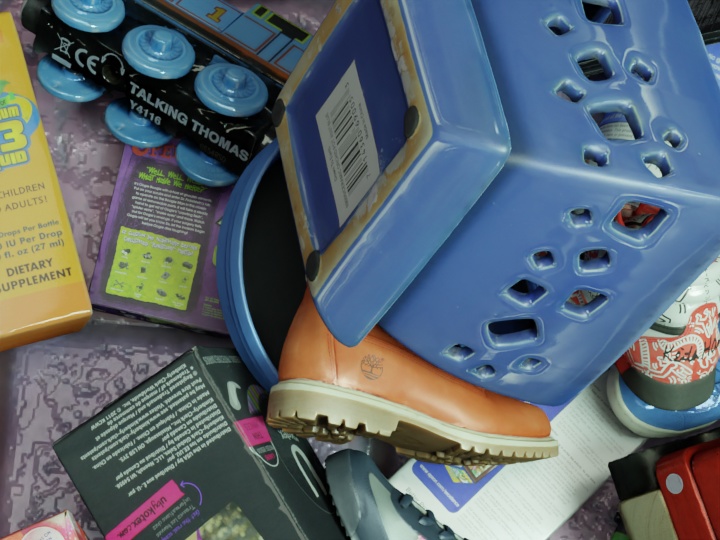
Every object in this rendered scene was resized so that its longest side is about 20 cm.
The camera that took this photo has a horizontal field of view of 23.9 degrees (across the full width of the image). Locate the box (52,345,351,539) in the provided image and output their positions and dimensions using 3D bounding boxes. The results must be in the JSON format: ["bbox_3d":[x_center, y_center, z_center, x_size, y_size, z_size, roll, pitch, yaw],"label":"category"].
[{"bbox_3d":[-0.070,0.155,0.988,0.106,0.122,0.201,-33,81,9],"label":"box"}]

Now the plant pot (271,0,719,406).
[{"bbox_3d":[0.067,-0.065,0.918,0.179,0.200,0.201,9,51,-29],"label":"plant pot"}]

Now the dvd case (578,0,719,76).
[{"bbox_3d":[0.211,-0.198,1.083,0.016,0.200,0.149,33,74,-23],"label":"dvd case"}]

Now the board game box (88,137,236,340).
[{"bbox_3d":[-0.065,-0.012,1.091,0.199,0.032,0.121,13,79,-3],"label":"board game box"}]

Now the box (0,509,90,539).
[{"bbox_3d":[-0.183,0.204,0.937,0.102,0.200,0.095,-22,79,-11],"label":"box"}]

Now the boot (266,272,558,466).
[{"bbox_3d":[0.042,0.057,0.996,0.199,0.075,0.108,20,69,-34],"label":"boot"}]

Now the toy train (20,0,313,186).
[{"bbox_3d":[-0.115,-0.133,1.078,0.199,0.087,0.114,31,43,9],"label":"toy train"}]

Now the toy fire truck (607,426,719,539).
[{"bbox_3d":[0.275,0.133,0.980,0.176,0.200,0.129,-7,74,-46],"label":"toy fire truck"}]

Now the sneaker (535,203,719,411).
[{"bbox_3d":[0.149,-0.012,1.026,0.067,0.108,0.201,-15,36,-23],"label":"sneaker"}]

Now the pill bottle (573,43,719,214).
[{"bbox_3d":[0.224,-0.108,1.100,0.112,0.112,0.201,28,76,2],"label":"pill bottle"}]

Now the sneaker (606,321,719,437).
[{"bbox_3d":[0.252,0.040,1.047,0.199,0.111,0.077,-13,72,-22],"label":"sneaker"}]

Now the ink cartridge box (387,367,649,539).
[{"bbox_3d":[0.102,0.116,1.073,0.200,0.037,0.095,-42,84,-11],"label":"ink cartridge box"}]

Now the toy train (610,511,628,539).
[{"bbox_3d":[0.151,0.233,1.048,0.056,0.042,0.201,24,74,12],"label":"toy train"}]

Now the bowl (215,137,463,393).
[{"bbox_3d":[0.000,0.000,1.036,0.200,0.039,0.202,4,84,-37],"label":"bowl"}]

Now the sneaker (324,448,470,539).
[{"bbox_3d":[0.059,0.176,0.998,0.082,0.070,0.200,-35,94,13],"label":"sneaker"}]

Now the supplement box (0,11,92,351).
[{"bbox_3d":[-0.225,-0.055,1.055,0.066,0.069,0.201,-15,81,-19],"label":"supplement box"}]
